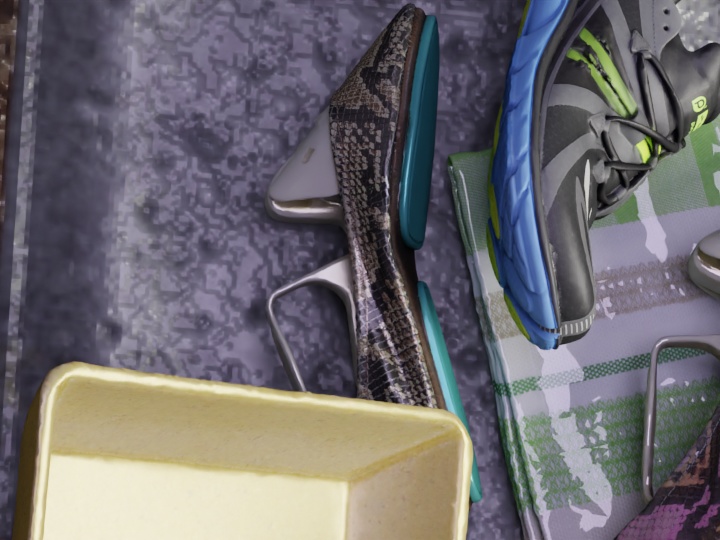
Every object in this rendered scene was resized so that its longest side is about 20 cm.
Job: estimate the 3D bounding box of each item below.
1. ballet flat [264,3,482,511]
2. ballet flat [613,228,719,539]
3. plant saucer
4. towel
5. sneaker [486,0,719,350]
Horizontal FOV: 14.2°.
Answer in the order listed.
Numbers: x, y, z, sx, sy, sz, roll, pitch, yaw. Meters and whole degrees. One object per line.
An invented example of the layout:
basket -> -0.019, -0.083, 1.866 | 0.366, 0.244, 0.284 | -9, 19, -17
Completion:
ballet flat -> 0.000, 0.000, 1.083 | 0.075, 0.068, 0.201 | -6, 82, 7
ballet flat -> 0.147, 0.030, 1.085 | 0.071, 0.069, 0.200 | 21, 73, 13
plant saucer -> -0.053, 0.139, 0.980 | 0.200, 0.048, 0.201 | 10, 83, -45
towel -> 0.120, 0.040, 1.120 | 0.149, 0.031, 0.201 | -9, 80, -16
sneaker -> 0.095, -0.062, 1.085 | 0.082, 0.071, 0.200 | 14, 59, 4
